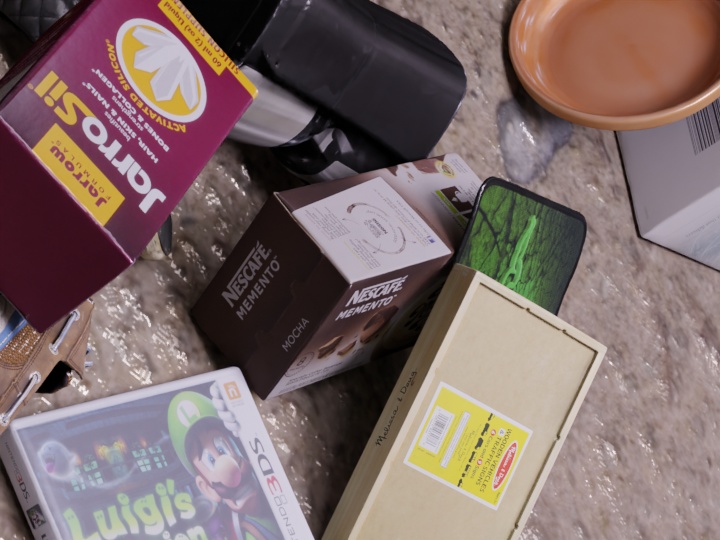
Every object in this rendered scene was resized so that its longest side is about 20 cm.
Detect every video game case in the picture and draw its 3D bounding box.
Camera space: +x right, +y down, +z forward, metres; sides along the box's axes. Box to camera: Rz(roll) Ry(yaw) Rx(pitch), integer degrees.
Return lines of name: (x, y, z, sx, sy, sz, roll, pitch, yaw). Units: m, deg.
video game case: (-0.104, 0.155, 1.286, 0.199, 0.023, 0.183, -11, 73, -52)

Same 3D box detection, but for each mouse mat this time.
mouse mat: (0.087, 0.045, 1.470, 0.161, 0.007, 0.201, 16, 94, -58)

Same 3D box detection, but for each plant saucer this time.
plant saucer: (0.220, -0.186, 1.799, 0.038, 0.198, 0.201, 73, 14, -51)

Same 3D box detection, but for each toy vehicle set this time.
toy vehicle set: (0.067, 0.112, 1.412, 0.124, 0.026, 0.201, 30, 83, -33)

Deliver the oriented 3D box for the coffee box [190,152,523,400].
coffee box: (0.000, 0.000, 1.432, 0.080, 0.113, 0.199, 49, 33, 18)

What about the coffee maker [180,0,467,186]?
coffee maker: (-0.024, -0.148, 1.440, 0.199, 0.192, 0.135, 24, 37, -49)

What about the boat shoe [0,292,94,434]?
boat shoe: (-0.190, 0.035, 1.245, 0.073, 0.072, 0.200, 65, 32, -16)

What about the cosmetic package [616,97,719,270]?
cosmetic package: (0.359, -0.093, 1.852, 0.199, 0.199, 0.124, 19, 50, -40)

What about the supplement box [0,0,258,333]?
supplement box: (-0.150, -0.074, 1.227, 0.110, 0.085, 0.200, 48, 35, -13)

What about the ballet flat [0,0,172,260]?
ballet flat: (-0.169, -0.095, 1.385, 0.066, 0.056, 0.201, 56, 10, -84)
